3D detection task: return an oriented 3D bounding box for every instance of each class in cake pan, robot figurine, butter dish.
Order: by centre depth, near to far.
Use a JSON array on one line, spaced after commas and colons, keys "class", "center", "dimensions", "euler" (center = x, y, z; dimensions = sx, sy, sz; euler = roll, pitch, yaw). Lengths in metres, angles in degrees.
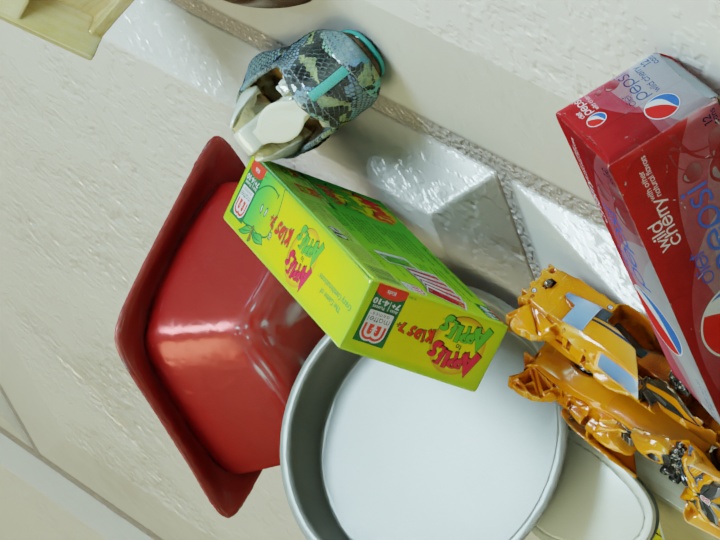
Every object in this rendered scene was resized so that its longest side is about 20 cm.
[{"class": "robot figurine", "center": [0.177, 0.087, 1.785], "dimensions": [0.200, 0.058, 0.145], "euler": [37, 157, 26]}, {"class": "cake pan", "center": [0.045, 0.109, 1.912], "dimensions": [0.200, 0.200, 0.037], "euler": [34, -179, 30]}, {"class": "butter dish", "center": [-0.047, 0.037, 2.015], "dimensions": [0.148, 0.200, 0.200], "euler": [-1, 135, 29]}]

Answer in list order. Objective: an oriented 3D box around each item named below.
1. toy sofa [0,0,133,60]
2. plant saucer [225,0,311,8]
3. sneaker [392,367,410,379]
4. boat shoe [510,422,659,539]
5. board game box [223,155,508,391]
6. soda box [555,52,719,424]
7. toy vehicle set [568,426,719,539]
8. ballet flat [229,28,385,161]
[{"class": "toy sofa", "center": [-0.161, -0.205, 1.804], "dimensions": [0.083, 0.098, 0.200], "euler": [24, 164, -12]}, {"class": "plant saucer", "center": [-0.103, -0.228, 1.784], "dimensions": [0.200, 0.032, 0.200], "euler": [40, 159, 19]}, {"class": "sneaker", "center": [0.041, 0.091, 2.048], "dimensions": [0.079, 0.075, 0.200], "euler": [36, 158, 32]}, {"class": "boat shoe", "center": [0.120, 0.134, 1.934], "dimensions": [0.200, 0.073, 0.062], "euler": [18, -177, 40]}, {"class": "board game box", "center": [0.000, 0.000, 1.845], "dimensions": [0.101, 0.048, 0.200], "euler": [19, -166, -30]}, {"class": "soda box", "center": [0.174, -0.014, 1.565], "dimensions": [0.063, 0.070, 0.200], "euler": [51, 171, 53]}, {"class": "toy vehicle set", "center": [0.183, 0.155, 1.953], "dimensions": [0.200, 0.027, 0.124], "euler": [31, 155, 35]}, {"class": "ballet flat", "center": [-0.048, -0.102, 1.861], "dimensions": [0.074, 0.074, 0.200], "euler": [47, 160, -3]}]
